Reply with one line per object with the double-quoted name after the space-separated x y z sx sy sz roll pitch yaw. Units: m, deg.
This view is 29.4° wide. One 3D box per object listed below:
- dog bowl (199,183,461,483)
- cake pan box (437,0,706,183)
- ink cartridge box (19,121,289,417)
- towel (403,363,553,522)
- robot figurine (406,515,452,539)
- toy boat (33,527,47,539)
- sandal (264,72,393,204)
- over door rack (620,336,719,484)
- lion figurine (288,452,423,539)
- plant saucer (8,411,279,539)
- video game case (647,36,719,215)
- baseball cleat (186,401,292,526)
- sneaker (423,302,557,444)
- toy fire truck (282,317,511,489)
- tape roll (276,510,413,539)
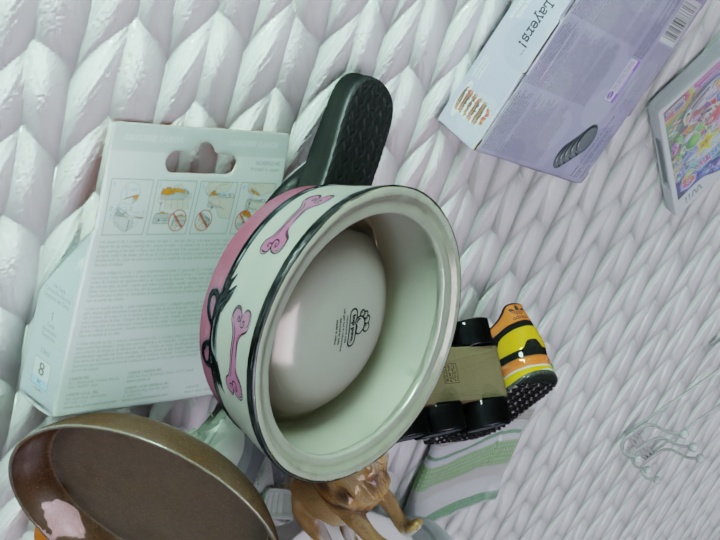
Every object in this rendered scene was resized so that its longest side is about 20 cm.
-0.022 0.033 0.904 0.199 0.073 0.202 -24 124 -42 "dog bowl"
0.174 -0.172 1.089 0.183 0.052 0.201 4 124 -55 "cake pan box"
-0.138 -0.006 0.932 0.159 0.047 0.202 -3 112 -48 "ink cartridge box"
0.126 0.189 1.471 0.148 0.031 0.201 -16 138 -41 "towel"
0.026 0.317 1.409 0.198 0.114 0.169 -6 164 -40 "robot figurine"
-0.187 0.210 1.058 0.130 0.131 0.201 18 116 -24 "toy boat"
-0.034 -0.043 0.960 0.075 0.048 0.202 38 70 -51 "sandal"
0.442 0.197 1.824 0.200 0.067 0.148 -46 150 0 "over door rack"
-0.021 0.182 1.105 0.072 0.123 0.200 -40 177 -38 "lion figurine"
-0.140 0.159 0.924 0.201 0.198 0.035 94 14 -47 "plant saucer"
0.348 -0.152 1.350 0.143 0.018 0.200 -43 149 -6 "video game case"
-0.076 0.134 1.043 0.069 0.107 0.200 -20 -167 32 "baseball cleat"
0.115 0.101 1.321 0.069 0.091 0.200 -1 156 -30 "sneaker"
0.012 0.130 1.204 0.199 0.130 0.175 -21 166 40 "toy fire truck"
-0.026 0.308 1.217 0.201 0.037 0.205 -5 98 -33 "tape roll"
